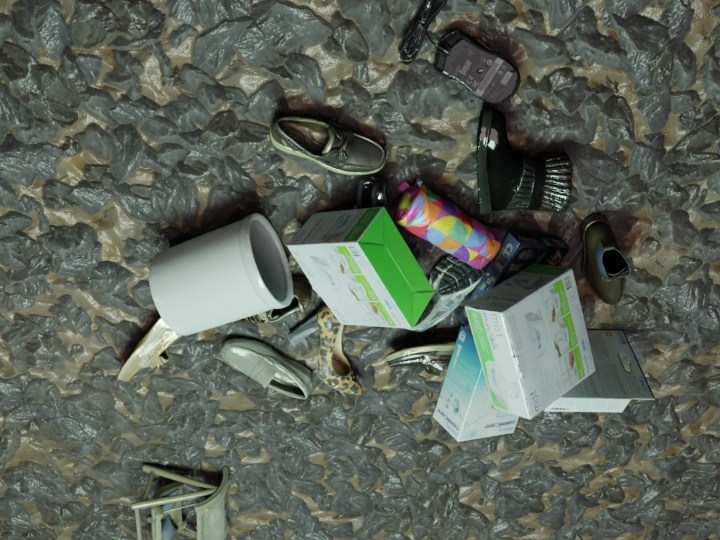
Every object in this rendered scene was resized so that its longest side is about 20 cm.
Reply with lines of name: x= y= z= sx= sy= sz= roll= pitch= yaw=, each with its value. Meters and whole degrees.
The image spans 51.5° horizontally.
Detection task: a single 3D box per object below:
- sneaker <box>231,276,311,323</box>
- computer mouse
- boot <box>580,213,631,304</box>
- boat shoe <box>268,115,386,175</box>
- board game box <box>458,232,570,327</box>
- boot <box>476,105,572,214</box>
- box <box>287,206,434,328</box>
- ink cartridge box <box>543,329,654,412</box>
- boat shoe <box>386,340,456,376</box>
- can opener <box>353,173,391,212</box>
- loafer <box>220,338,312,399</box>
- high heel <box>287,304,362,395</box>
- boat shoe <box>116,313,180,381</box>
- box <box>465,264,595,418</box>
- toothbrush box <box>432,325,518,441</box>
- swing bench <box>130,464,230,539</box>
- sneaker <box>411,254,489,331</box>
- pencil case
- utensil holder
sneaker: x=-0.189 y=0.065 z=1.400 sx=0.199 sy=0.076 sz=0.071 roll=-18 pitch=122 yaw=10
computer mouse: x=0.170 y=-0.354 z=1.155 sx=0.199 sy=0.046 sz=0.141 roll=22 pitch=116 yaw=-9
boot: x=0.448 y=0.004 z=1.356 sx=0.074 sy=0.097 sz=0.200 roll=-19 pitch=121 yaw=12
boat shoe: x=-0.051 y=-0.204 z=1.220 sx=0.199 sy=0.065 sz=0.074 roll=11 pitch=89 yaw=-9
board game box: x=0.280 y=0.024 z=1.372 sx=0.135 sy=0.035 sz=0.200 roll=2 pitch=128 yaw=-34
boot: x=0.272 y=-0.184 z=1.239 sx=0.157 sy=0.080 sz=0.212 roll=-2 pitch=134 yaw=9
box: x=0.000 y=0.000 z=1.301 sx=0.176 sy=0.097 sz=0.200 roll=-1 pitch=132 yaw=45
ink cartridge box: x=0.425 y=0.187 z=1.416 sx=0.199 sy=0.197 sz=0.043 roll=3 pitch=125 yaw=-2
boat shoe: x=0.151 y=0.174 z=1.460 sx=0.199 sy=0.073 sz=0.065 roll=-9 pitch=81 yaw=6
can opener: x=0.018 y=-0.084 z=1.317 sx=0.063 sy=0.079 sz=0.201 roll=8 pitch=136 yaw=3
loafer: x=-0.186 y=0.197 z=1.490 sx=0.199 sy=0.070 sz=0.070 roll=25 pitch=120 yaw=-16
high heel: x=-0.030 y=0.156 z=1.462 sx=0.142 sy=0.071 sz=0.200 roll=-36 pitch=108 yaw=27
boat shoe: x=-0.403 y=0.156 z=1.458 sx=0.069 sy=0.074 sz=0.200 roll=36 pitch=115 yaw=-15
box: x=0.293 y=0.118 z=1.271 sx=0.176 sy=0.097 sz=0.201 roll=-28 pitch=110 yaw=-28
toothbrush box: x=0.238 y=0.207 z=1.396 sx=0.146 sy=0.085 sz=0.201 roll=1 pitch=115 yaw=-34
swing bench: x=-0.399 y=0.553 z=1.685 sx=0.199 sy=0.130 sz=0.200 roll=4 pitch=123 yaw=-4
sneaker: x=0.159 y=0.040 z=1.403 sx=0.200 sy=0.078 sz=0.086 roll=-38 pitch=151 yaw=7
pencil case: x=0.151 y=-0.081 z=1.305 sx=0.200 sy=0.089 sz=0.088 roll=31 pitch=118 yaw=-19
utensil holder: x=-0.243 y=0.011 z=1.313 sx=0.199 sy=0.170 sz=0.170 roll=-18 pitch=122 yaw=14
